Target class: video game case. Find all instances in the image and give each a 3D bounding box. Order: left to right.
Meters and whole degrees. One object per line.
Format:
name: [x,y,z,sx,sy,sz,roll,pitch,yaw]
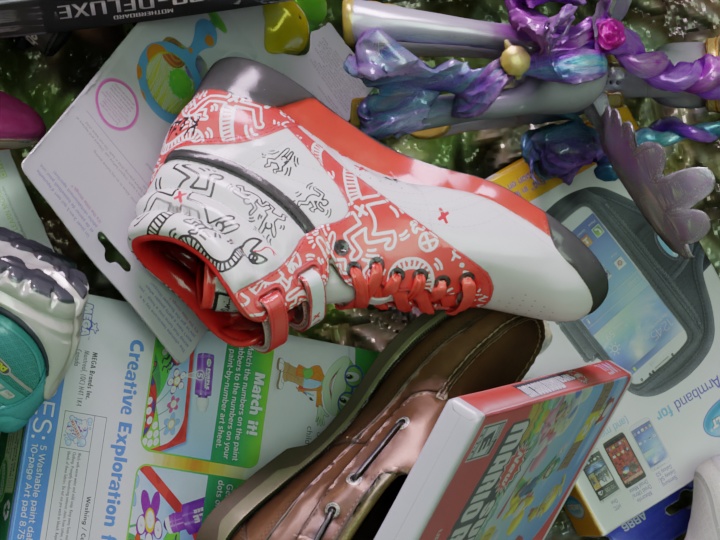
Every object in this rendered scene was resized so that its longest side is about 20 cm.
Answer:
video game case: [0.050,0.110,0.917,0.017,0.200,0.144,32,105,20]

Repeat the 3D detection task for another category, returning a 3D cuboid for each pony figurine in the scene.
pony figurine: [0.093,-0.092,0.947,0.198,0.193,0.168,1,93,5]

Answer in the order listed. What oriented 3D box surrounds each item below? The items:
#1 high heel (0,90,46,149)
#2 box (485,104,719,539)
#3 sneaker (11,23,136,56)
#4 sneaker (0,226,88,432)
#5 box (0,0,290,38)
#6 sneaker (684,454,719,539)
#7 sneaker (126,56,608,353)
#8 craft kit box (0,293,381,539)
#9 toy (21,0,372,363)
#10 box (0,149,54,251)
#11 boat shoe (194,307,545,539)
high heel: [-0.228,-0.113,0.942,0.198,0.067,0.097,13,90,13]
box: [0.124,0.035,1.038,0.119,0.041,0.201,-29,89,-15]
sneaker: [-0.170,-0.149,0.971,0.199,0.071,0.099,1,81,-15]
sneaker: [-0.213,0.003,0.896,0.199,0.077,0.080,25,102,14]
box: [-0.105,-0.210,0.922,0.156,0.050,0.202,-9,81,-5]
sneaker: [0.158,0.188,1.006,0.080,0.075,0.202,2,94,2]
sneaker: [-0.001,0.000,0.905,0.200,0.067,0.108,28,63,0]
craft kit box: [-0.071,0.122,0.956,0.196,0.048,0.202,12,80,-24]
toy: [-0.078,-0.065,0.967,0.115,0.047,0.200,52,51,-23]
box: [-0.224,0.042,0.957,0.199,0.036,0.145,-24,90,-16]
boat shoe: [0.021,0.087,0.934,0.200,0.072,0.068,-44,50,-16]
